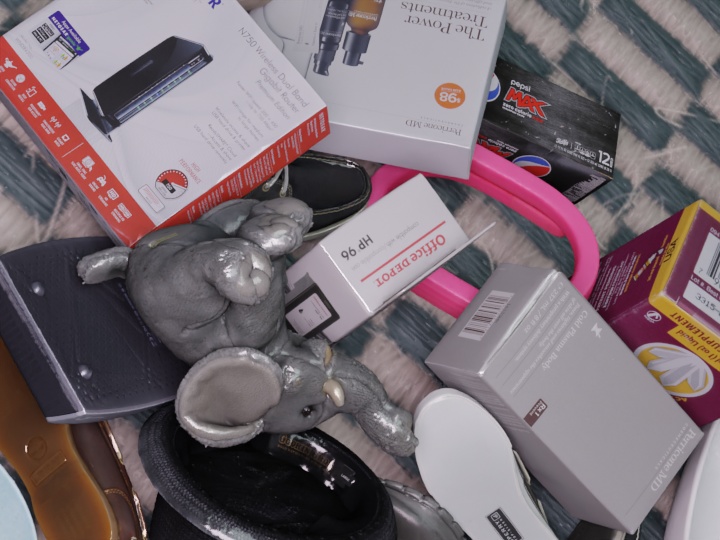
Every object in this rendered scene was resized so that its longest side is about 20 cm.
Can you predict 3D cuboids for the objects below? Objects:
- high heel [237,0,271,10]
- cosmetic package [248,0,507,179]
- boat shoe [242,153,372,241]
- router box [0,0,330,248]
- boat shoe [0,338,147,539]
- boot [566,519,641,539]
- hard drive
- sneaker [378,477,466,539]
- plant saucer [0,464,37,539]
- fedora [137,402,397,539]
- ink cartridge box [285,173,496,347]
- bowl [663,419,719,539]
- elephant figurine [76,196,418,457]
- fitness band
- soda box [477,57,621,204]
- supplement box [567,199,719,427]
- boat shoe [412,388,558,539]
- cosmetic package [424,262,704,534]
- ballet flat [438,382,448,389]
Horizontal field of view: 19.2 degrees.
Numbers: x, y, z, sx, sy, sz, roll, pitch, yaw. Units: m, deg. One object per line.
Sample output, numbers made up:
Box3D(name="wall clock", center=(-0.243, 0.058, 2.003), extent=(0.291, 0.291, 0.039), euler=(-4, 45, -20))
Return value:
Box3D(name="high heel", center=(-0.120, -0.235, 1.652), extent=(0.200, 0.067, 0.096), euler=(-39, 86, -15))
Box3D(name="cosmetic package", center=(0.004, -0.163, 1.685), extent=(0.200, 0.052, 0.151), euler=(11, 63, 6))
Box3D(name="boat shoe", center=(-0.078, -0.064, 1.628), extent=(0.200, 0.068, 0.072), euler=(-1, 64, -25))
Box3D(name="router box", center=(-0.152, -0.130, 1.560), extent=(0.179, 0.049, 0.200), euler=(-37, 71, -11))
Box3D(name="boat shoe", center=(-0.208, 0.123, 1.485), extent=(0.070, 0.070, 0.200), euler=(21, 42, -63))
Box3D(name="boot", center=(0.216, 0.293, 1.650), extent=(0.154, 0.073, 0.204), euler=(30, 61, -19))
Box3D(name="hard drive", center=(-0.185, 0.043, 1.487), extent=(0.135, 0.042, 0.200), euler=(59, 20, 7))
Box3D(name="sneaker", center=(0.048, 0.234, 1.580), extent=(0.200, 0.076, 0.091), euler=(44, 65, -1))
Box3D(name="plant saucer", center=(-0.313, 0.194, 1.407), extent=(0.201, 0.039, 0.201), euler=(12, 63, -25))
Box3D(name="fedora", center=(-0.076, 0.176, 1.499), extent=(0.200, 0.092, 0.201), euler=(23, 25, -11))
Box3D(name="ink cartridge box", center=(0.000, 0.000, 1.571), extent=(0.116, 0.200, 0.068), euler=(-36, 90, -36))
Box3D(name="bowl", center=(0.334, 0.225, 1.743), extent=(0.200, 0.075, 0.200), euler=(32, 58, -15))
Box3D(name="elephant figurine", center=(-0.074, 0.060, 1.481), extent=(0.141, 0.155, 0.200), euler=(-32, 117, -39))
Box3D(name="fitness band", center=(0.095, -0.027, 1.694), extent=(0.200, 0.037, 0.144), euler=(31, 54, 13))
Box3D(name="soda box", center=(0.117, -0.129, 1.778), extent=(0.200, 0.063, 0.071), euler=(23, 58, -20))
Box3D(name="supplement box", center=(0.244, 0.049, 1.689), extent=(0.131, 0.200, 0.103), euler=(35, 57, -12))
Box3D(name="boat shoe", center=(0.093, 0.164, 1.607), extent=(0.071, 0.064, 0.200), euler=(-28, 116, 3))
Box3D(name="cosmetic package", center=(0.156, 0.097, 1.610), extent=(0.200, 0.090, 0.107), euler=(44, 74, -24))
Box3D(name="ballet flat", center=(0.103, 0.091, 1.673), extent=(0.074, 0.074, 0.200), euler=(29, 58, -16))
